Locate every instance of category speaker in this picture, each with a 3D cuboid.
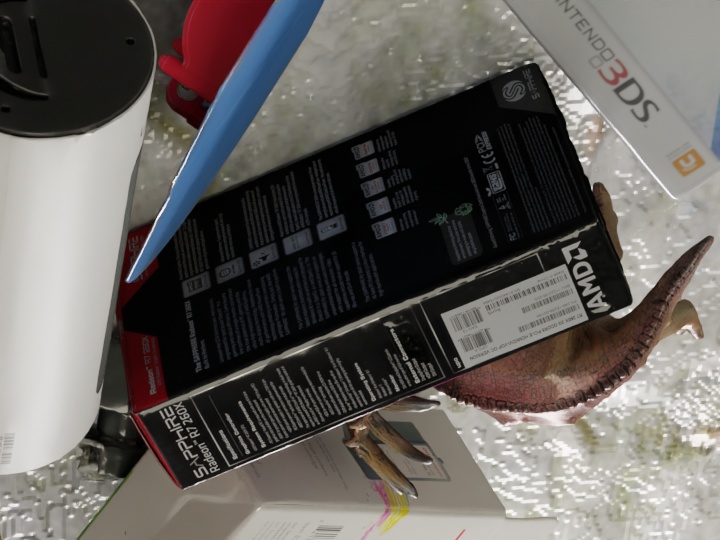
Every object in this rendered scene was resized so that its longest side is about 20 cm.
[{"bbox_3d":[-0.122,-0.015,0.966,0.081,0.081,0.200,-1,142,-13],"label":"speaker"}]

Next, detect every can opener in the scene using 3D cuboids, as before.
[{"bbox_3d":[-0.165,0.053,1.173,0.200,0.053,0.067,9,93,-23],"label":"can opener"}]

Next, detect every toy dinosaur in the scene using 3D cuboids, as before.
[{"bbox_3d":[0.058,0.036,1.136,0.200,0.136,0.086,-4,119,40],"label":"toy dinosaur"}]

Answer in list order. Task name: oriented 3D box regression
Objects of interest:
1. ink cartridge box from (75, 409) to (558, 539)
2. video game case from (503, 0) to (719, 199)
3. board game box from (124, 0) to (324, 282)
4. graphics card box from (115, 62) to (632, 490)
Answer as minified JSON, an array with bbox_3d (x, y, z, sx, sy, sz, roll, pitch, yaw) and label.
[{"bbox_3d":[-0.019,0.119,1.223,0.200,0.067,0.117,8,130,-46],"label":"ink cartridge box"},{"bbox_3d":[0.163,-0.137,1.103,0.200,0.022,0.182,-34,130,14],"label":"video game case"},{"bbox_3d":[-0.049,-0.088,1.006,0.039,0.158,0.200,32,142,1],"label":"board game box"},{"bbox_3d":[0.000,0.000,1.110,0.200,0.126,0.051,-24,124,6],"label":"graphics card box"}]
